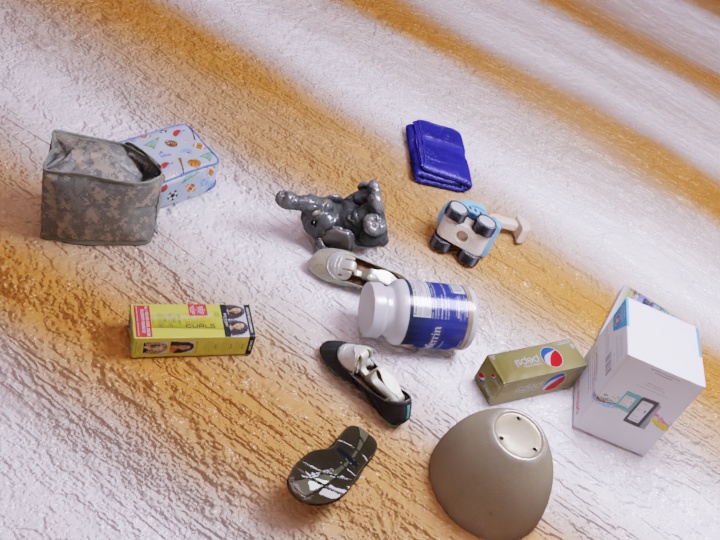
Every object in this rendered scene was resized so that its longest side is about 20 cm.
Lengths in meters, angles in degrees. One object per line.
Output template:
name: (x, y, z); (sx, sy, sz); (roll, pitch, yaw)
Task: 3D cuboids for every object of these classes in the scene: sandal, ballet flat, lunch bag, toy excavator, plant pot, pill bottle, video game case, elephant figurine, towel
sandal: (-0.043, 0.296, 1.251); (0.081, 0.055, 0.199); (40, 30, 10)
ballet flat: (0.000, 0.000, 1.550); (0.195, 0.062, 0.069); (17, 73, -6)
lunch bag: (-0.436, -0.132, 1.432); (0.195, 0.166, 0.119); (9, 46, -15)
toy excavator: (0.259, -0.094, 1.757); (0.191, 0.101, 0.201); (27, 33, 4)
plant pot: (0.219, 0.292, 1.300); (0.195, 0.136, 0.203); (12, 42, -11)
lunch bag: (-0.375, -0.203, 1.603); (0.198, 0.077, 0.160); (-24, 57, -38)
pill bottle: (0.101, 0.077, 1.486); (0.195, 0.117, 0.117); (6, 44, -17)
video game case: (0.587, 0.133, 1.709); (0.180, 0.022, 0.200); (33, 44, 12)
elephant figurine: (-0.050, -0.097, 1.601); (0.195, 0.159, 0.142); (-12, 9, 1)
ballet flat: (0.014, 0.168, 1.389); (0.199, 0.069, 0.068); (40, 45, 19)
towel: (0.181, -0.268, 1.927); (0.144, 0.050, 0.203); (10, 43, -13)

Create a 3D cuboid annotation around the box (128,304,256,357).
box: (-0.272, 0.095, 1.355); (0.195, 0.051, 0.076); (1, 46, -22)

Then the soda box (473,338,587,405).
soda box: (0.305, 0.181, 1.502); (0.196, 0.069, 0.065); (-7, 49, -29)

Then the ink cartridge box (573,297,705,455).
ink cartridge box: (0.481, 0.188, 1.471); (0.143, 0.202, 0.148); (22, 41, -1)
